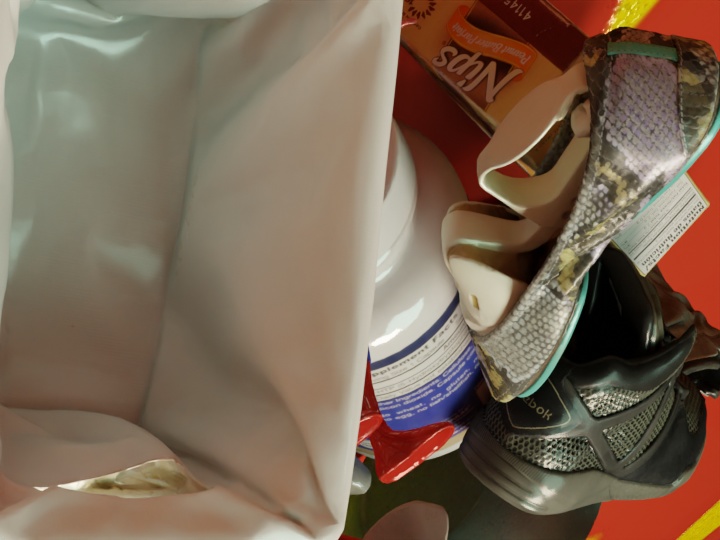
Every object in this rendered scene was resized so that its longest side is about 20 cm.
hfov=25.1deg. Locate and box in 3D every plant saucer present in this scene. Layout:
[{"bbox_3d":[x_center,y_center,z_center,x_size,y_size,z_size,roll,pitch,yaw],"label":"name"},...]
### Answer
[{"bbox_3d":[0.050,0.121,0.905,0.039,0.201,0.201,38,97,-31],"label":"plant saucer"}]

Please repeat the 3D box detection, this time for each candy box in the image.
[{"bbox_3d":[0.082,-0.078,0.744,0.055,0.116,0.200,-46,150,6],"label":"candy box"}]

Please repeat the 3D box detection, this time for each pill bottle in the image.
[{"bbox_3d":[0.000,0.000,0.735,0.120,0.120,0.200,-41,150,-5],"label":"pill bottle"}]

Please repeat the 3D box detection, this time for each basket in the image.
[{"bbox_3d":[-0.078,-0.021,0.510,0.134,0.123,0.203,6,92,-29],"label":"basket"}]

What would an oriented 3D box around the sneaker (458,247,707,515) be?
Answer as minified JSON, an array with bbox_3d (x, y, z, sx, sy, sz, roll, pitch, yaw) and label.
[{"bbox_3d":[0.136,0.051,0.796,0.198,0.076,0.115,1,124,-53],"label":"sneaker"}]

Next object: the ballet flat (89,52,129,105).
[{"bbox_3d":[-0.102,-0.012,0.645,0.072,0.068,0.201,-37,147,-18],"label":"ballet flat"}]

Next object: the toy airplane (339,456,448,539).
[{"bbox_3d":[-0.049,0.132,0.815,0.199,0.143,0.198,-25,152,26],"label":"toy airplane"}]

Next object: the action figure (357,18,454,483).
[{"bbox_3d":[-0.010,-0.035,0.593,0.099,0.201,0.065,-42,147,23],"label":"action figure"}]

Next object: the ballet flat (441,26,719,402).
[{"bbox_3d":[0.070,-0.022,0.641,0.072,0.072,0.201,-20,153,-35],"label":"ballet flat"}]

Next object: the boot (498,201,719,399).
[{"bbox_3d":[0.141,0.023,0.926,0.199,0.131,0.068,-1,129,-50],"label":"boot"}]
